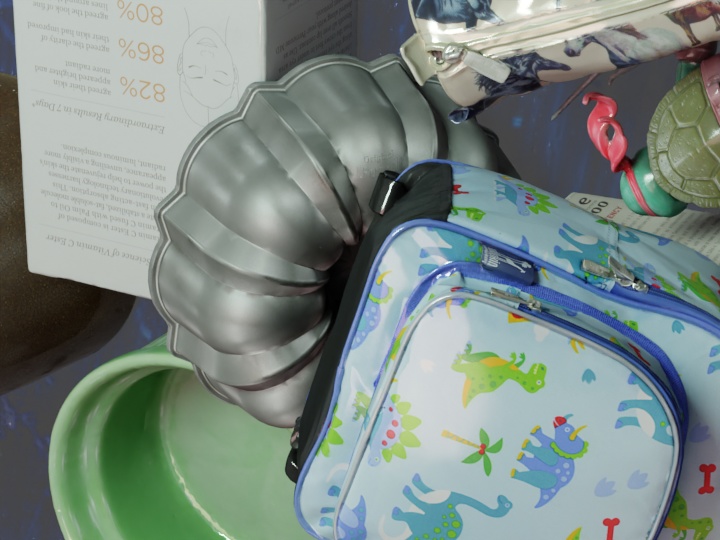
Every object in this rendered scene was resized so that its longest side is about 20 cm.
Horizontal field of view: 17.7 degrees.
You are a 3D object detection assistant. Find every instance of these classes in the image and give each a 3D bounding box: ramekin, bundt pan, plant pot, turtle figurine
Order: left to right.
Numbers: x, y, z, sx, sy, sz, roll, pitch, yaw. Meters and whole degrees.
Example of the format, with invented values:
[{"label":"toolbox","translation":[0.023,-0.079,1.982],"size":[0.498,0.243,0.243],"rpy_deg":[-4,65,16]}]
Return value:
[{"label":"plant pot","translation":[-0.254,0.008,1.297],"size":[0.186,0.200,0.188],"rpy_deg":[13,118,25]},{"label":"ramekin","translation":[-0.068,0.119,1.305],"size":[0.199,0.098,0.201],"rpy_deg":[13,119,25]},{"label":"bundt pan","translation":[0.000,0.000,1.145],"size":[0.076,0.201,0.203],"rpy_deg":[-134,39,-55]},{"label":"turtle figurine","translation":[0.187,-0.072,1.071],"size":[0.199,0.101,0.150],"rpy_deg":[-30,102,28]}]

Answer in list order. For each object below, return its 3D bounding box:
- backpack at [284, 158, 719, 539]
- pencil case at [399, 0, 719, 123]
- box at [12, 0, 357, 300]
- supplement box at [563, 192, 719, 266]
[{"label":"backpack","translation":[0.082,0.069,1.043],"size":[0.199,0.147,0.184],"rpy_deg":[17,113,-7]},{"label":"pencil case","translation":[0.117,-0.125,1.020],"size":[0.199,0.090,0.078],"rpy_deg":[-13,122,30]},{"label":"box","translation":[-0.090,-0.092,1.211],"size":[0.151,0.106,0.201],"rpy_deg":[13,118,24]},{"label":"supplement box","translation":[0.183,0.043,1.138],"size":[0.199,0.074,0.127],"rpy_deg":[11,117,24]}]
